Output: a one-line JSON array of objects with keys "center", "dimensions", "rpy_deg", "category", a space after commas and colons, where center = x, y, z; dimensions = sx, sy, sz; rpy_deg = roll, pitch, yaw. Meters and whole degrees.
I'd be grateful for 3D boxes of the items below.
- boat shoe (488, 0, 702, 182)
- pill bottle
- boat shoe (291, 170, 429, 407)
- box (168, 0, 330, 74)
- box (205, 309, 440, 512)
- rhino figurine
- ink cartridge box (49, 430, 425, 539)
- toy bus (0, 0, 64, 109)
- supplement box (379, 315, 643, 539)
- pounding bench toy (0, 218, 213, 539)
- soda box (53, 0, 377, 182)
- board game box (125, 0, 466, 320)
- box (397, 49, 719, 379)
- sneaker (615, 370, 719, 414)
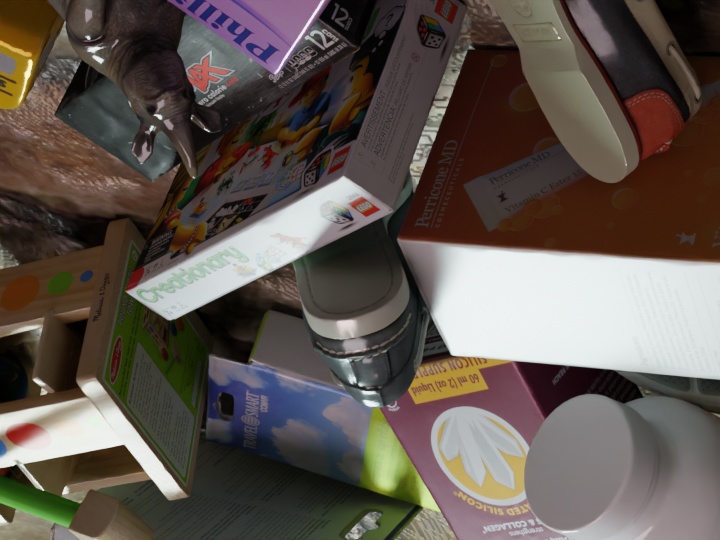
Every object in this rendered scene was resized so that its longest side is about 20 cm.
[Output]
[{"center": [0.092, -0.136, 0.983], "dimensions": [0.071, 0.063, 0.200], "rpy_deg": [14, 138, 59], "category": "boat shoe"}, {"center": [0.179, 0.129, 1.182], "dimensions": [0.200, 0.105, 0.104], "rpy_deg": [26, 152, -38], "category": "pill bottle"}, {"center": [0.000, 0.000, 1.129], "dimensions": [0.073, 0.200, 0.062], "rpy_deg": [-15, 116, 5], "category": "boat shoe"}, {"center": [-0.053, -0.207, 0.906], "dimensions": [0.176, 0.097, 0.200], "rpy_deg": [35, 148, -4], "category": "box"}, {"center": [0.005, 0.092, 1.400], "dimensions": [0.199, 0.048, 0.122], "rpy_deg": [17, 148, 5], "category": "box"}, {"center": [-0.112, -0.126, 1.035], "dimensions": [0.060, 0.200, 0.087], "rpy_deg": [-23, 157, -11], "category": "rhino figurine"}, {"center": [-0.068, 0.165, 1.437], "dimensions": [0.199, 0.200, 0.041], "rpy_deg": [10, 107, 19], "category": "ink cartridge box"}, {"center": [-0.254, -0.156, 1.158], "dimensions": [0.200, 0.065, 0.078], "rpy_deg": [24, 148, -5], "category": "toy bus"}, {"center": [0.105, 0.110, 1.268], "dimensions": [0.110, 0.086, 0.200], "rpy_deg": [-15, 112, 42], "category": "supplement box"}, {"center": [-0.195, 0.095, 1.346], "dimensions": [0.156, 0.200, 0.124], "rpy_deg": [-12, 137, 20], "category": "pounding bench toy"}, {"center": [-0.072, -0.116, 1.113], "dimensions": [0.071, 0.063, 0.200], "rpy_deg": [35, 145, -21], "category": "soda box"}, {"center": [-0.035, -0.058, 1.120], "dimensions": [0.035, 0.126, 0.200], "rpy_deg": [35, 146, -23], "category": "board game box"}, {"center": [0.137, -0.027, 1.067], "dimensions": [0.199, 0.125, 0.098], "rpy_deg": [4, 145, 25], "category": "box"}, {"center": [0.217, 0.064, 1.213], "dimensions": [0.200, 0.071, 0.080], "rpy_deg": [16, 151, 7], "category": "sneaker"}]
